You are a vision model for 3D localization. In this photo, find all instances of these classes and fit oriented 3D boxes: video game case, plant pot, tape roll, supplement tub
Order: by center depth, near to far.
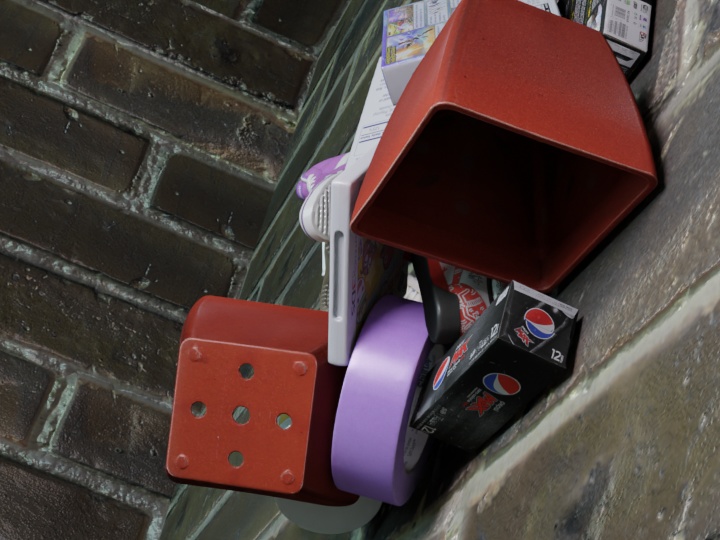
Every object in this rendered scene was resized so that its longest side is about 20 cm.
[{"bbox_3d":[0.125,-0.126,1.250,0.200,0.199,0.177,127,156,-53],"label":"plant pot"},{"bbox_3d":[0.012,-0.028,1.390,0.200,0.023,0.182,-47,-38,-63],"label":"video game case"},{"bbox_3d":[0.035,0.128,1.411,0.200,0.066,0.201,13,-90,-76],"label":"tape roll"},{"bbox_3d":[-0.101,0.136,1.423,0.176,0.200,0.200,3,-86,-81],"label":"plant pot"},{"bbox_3d":[0.114,-0.243,1.460,0.200,0.181,0.046,-85,-20,-63],"label":"video game case"},{"bbox_3d":[-0.031,0.188,1.618,0.200,0.144,0.145,-86,22,-60],"label":"supplement tub"}]

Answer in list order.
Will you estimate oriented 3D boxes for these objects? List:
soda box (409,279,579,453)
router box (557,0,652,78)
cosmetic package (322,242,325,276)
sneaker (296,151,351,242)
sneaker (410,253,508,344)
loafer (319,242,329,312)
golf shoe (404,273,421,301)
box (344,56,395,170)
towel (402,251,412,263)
[{"bbox_3d":[0.117,0.090,1.273,0.200,0.071,0.063,126,165,-55],"label":"soda box"},{"bbox_3d":[0.237,-0.244,1.427,0.149,0.051,0.200,123,166,-50],"label":"router box"},{"bbox_3d":[0.044,-0.050,1.681,0.200,0.051,0.083,-19,58,35],"label":"cosmetic package"},{"bbox_3d":[-0.036,-0.079,1.605,0.114,0.073,0.200,-12,18,34],"label":"sneaker"},{"bbox_3d":[0.110,-0.011,1.377,0.067,0.108,0.202,101,166,-47],"label":"sneaker"},{"bbox_3d":[0.000,0.000,1.589,0.076,0.068,0.200,-12,38,25],"label":"loafer"},{"bbox_3d":[0.059,0.041,1.609,0.078,0.097,0.200,-66,11,-2],"label":"golf shoe"},{"bbox_3d":[0.100,-0.155,1.563,0.184,0.105,0.200,-11,47,34],"label":"box"},{"bbox_3d":[0.129,-0.082,1.413,0.022,0.144,0.200,0,-70,-57],"label":"towel"}]
